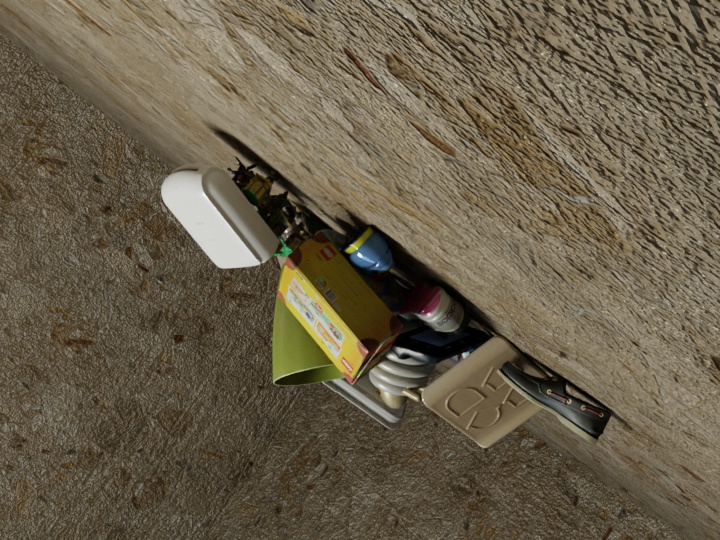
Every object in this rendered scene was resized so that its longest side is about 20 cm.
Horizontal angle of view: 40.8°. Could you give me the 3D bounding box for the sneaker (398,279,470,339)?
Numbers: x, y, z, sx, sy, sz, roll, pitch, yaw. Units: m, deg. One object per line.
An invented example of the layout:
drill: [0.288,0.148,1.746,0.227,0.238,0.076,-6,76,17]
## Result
sneaker: [0.125,0.070,1.593,0.087,0.074,0.200,37,174,-11]

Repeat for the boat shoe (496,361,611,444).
boat shoe: [0.321,0.207,1.612,0.200,0.064,0.074,32,-174,18]

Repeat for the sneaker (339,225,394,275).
sneaker: [0.010,-0.021,1.546,0.078,0.066,0.200,44,173,-5]

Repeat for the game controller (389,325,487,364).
game controller: [0.132,0.117,1.613,0.103,0.043,0.199,4,-170,34]

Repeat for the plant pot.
plant pot: [-0.076,0.082,1.690,0.184,0.204,0.187,-9,166,-2]

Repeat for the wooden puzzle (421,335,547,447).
wooden puzzle: [0.228,0.210,1.710,0.200,0.184,0.047,41,-161,-34]

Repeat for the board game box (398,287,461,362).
board game box: [0.130,0.105,1.815,0.119,0.033,0.201,26,160,20]

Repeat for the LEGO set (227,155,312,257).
LEGO set: [-0.154,-0.119,1.727,0.153,0.116,0.201,-4,131,52]

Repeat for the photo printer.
photo printer: [-0.250,-0.097,1.672,0.165,0.070,0.201,-2,131,52]

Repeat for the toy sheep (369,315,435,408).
toy sheep: [0.078,0.152,1.734,0.135,0.203,0.138,13,-166,-3]

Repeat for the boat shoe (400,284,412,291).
boat shoe: [0.098,0.077,1.916,0.200,0.072,0.072,42,177,-1]

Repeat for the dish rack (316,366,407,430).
dish rack: [0.014,0.197,1.839,0.199,0.044,0.172,37,-154,-9]

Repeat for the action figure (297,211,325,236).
action figure: [-0.043,-0.038,1.911,0.198,0.055,0.118,30,173,26]

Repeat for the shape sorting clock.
shape sorting clock: [0.000,0.000,1.673,0.199,0.039,0.201,37,-162,-14]

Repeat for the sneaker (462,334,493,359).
sneaker: [0.236,0.165,1.769,0.200,0.075,0.087,40,179,-37]

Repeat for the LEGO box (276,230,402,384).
LEGO box: [-0.037,0.061,1.536,0.201,0.077,0.149,49,156,12]

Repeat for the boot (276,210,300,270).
boot: [-0.123,-0.027,1.854,0.200,0.069,0.148,36,143,56]
